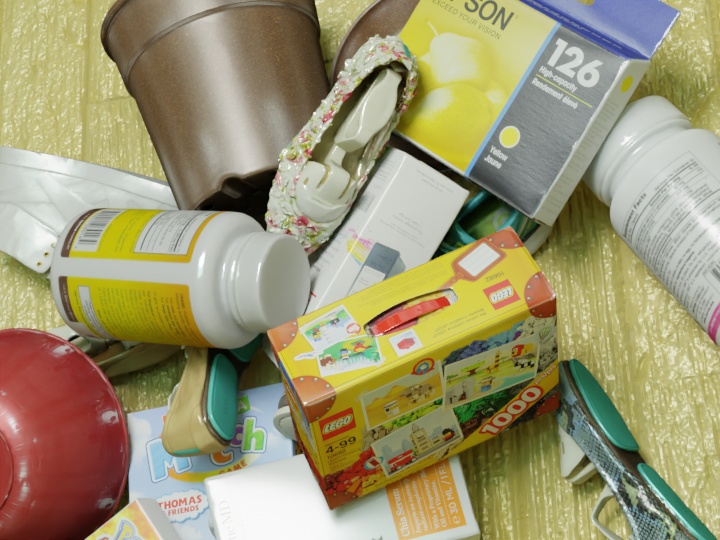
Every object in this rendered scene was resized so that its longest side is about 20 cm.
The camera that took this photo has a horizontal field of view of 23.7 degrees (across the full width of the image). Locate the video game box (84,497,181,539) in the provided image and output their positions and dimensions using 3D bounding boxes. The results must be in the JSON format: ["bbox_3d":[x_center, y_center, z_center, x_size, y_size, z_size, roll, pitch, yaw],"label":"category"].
[{"bbox_3d":[-0.187,0.315,1.367,0.182,0.047,0.200,-38,74,5],"label":"video game box"}]

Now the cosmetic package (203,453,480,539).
[{"bbox_3d":[-0.013,0.195,1.349,0.199,0.071,0.102,-15,64,-3],"label":"cosmetic package"}]

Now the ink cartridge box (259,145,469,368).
[{"bbox_3d":[0.000,0.000,1.415,0.067,0.117,0.201,31,92,-15],"label":"ink cartridge box"}]

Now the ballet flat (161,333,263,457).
[{"bbox_3d":[-0.129,0.077,1.442,0.063,0.069,0.200,-24,31,25],"label":"ballet flat"}]

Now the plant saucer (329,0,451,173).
[{"bbox_3d":[0.072,-0.169,1.524,0.199,0.037,0.201,-8,65,17],"label":"plant saucer"}]

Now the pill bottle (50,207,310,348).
[{"bbox_3d":[-0.144,0.006,1.388,0.199,0.109,0.110,3,69,30],"label":"pill bottle"}]

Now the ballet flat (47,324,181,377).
[{"bbox_3d":[-0.222,0.059,1.503,0.199,0.063,0.069,-27,59,6],"label":"ballet flat"}]

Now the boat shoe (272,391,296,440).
[{"bbox_3d":[0.028,0.102,1.402,0.199,0.072,0.060,-6,57,10],"label":"boat shoe"}]

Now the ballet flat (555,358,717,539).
[{"bbox_3d":[0.193,0.159,1.326,0.074,0.074,0.200,-35,58,2],"label":"ballet flat"}]

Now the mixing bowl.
[{"bbox_3d":[-0.304,0.153,1.432,0.199,0.108,0.201,1,95,18],"label":"mixing bowl"}]

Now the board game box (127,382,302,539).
[{"bbox_3d":[-0.118,0.204,1.429,0.151,0.037,0.201,-12,64,14],"label":"board game box"}]

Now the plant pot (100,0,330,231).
[{"bbox_3d":[-0.107,-0.141,1.496,0.199,0.200,0.199,-21,71,10],"label":"plant pot"}]

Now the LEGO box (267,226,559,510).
[{"bbox_3d":[0.044,0.074,1.284,0.199,0.149,0.077,-23,53,-10],"label":"LEGO box"}]

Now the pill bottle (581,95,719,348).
[{"bbox_3d":[0.269,-0.039,1.354,0.113,0.113,0.200,-38,61,0],"label":"pill bottle"}]

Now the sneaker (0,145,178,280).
[{"bbox_3d":[-0.245,-0.040,1.568,0.199,0.074,0.116,12,91,14],"label":"sneaker"}]

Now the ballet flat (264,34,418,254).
[{"bbox_3d":[-0.016,-0.099,1.379,0.201,0.075,0.064,-63,20,4],"label":"ballet flat"}]

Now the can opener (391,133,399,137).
[{"bbox_3d":[0.088,-0.128,1.460,0.199,0.053,0.067,25,111,28],"label":"can opener"}]

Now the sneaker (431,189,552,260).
[{"bbox_3d":[0.076,-0.009,1.428,0.077,0.080,0.200,39,87,29],"label":"sneaker"}]

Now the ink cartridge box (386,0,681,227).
[{"bbox_3d":[0.124,-0.168,1.388,0.197,0.047,0.201,34,98,31],"label":"ink cartridge box"}]
